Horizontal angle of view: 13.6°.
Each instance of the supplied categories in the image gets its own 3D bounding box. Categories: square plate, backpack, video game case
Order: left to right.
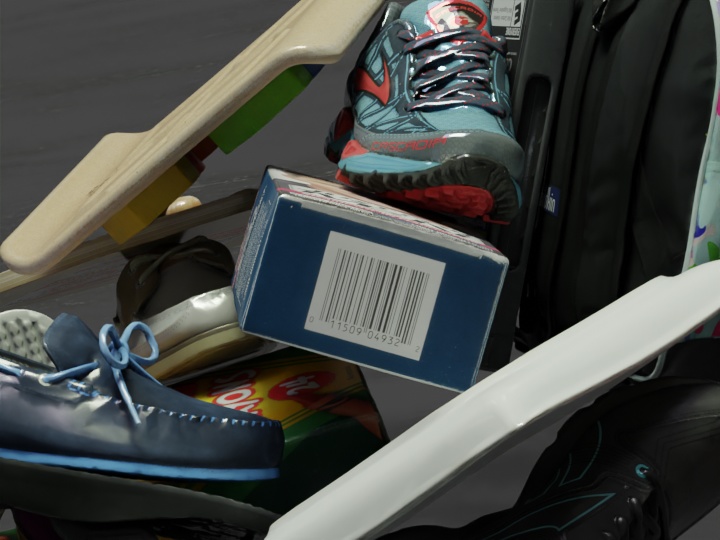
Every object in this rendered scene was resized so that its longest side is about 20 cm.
[{"bbox_3d":[0.051,-0.052,1.455,0.025,0.182,0.200,10,3,-14],"label":"video game case"},{"bbox_3d":[0.051,0.063,1.211,0.198,0.029,0.200,-38,-7,41],"label":"square plate"},{"bbox_3d":[0.157,-0.054,1.360,0.150,0.201,0.177,-1,10,-21],"label":"backpack"}]

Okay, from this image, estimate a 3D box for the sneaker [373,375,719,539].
[{"bbox_3d":[0.082,0.113,1.150,0.199,0.076,0.079,-31,31,-17],"label":"sneaker"}]

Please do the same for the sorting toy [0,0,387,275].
[{"bbox_3d":[-0.067,-0.076,1.447,0.200,0.037,0.185,-34,10,24],"label":"sorting toy"}]

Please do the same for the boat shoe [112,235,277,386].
[{"bbox_3d":[-0.090,0.020,1.470,0.074,0.069,0.200,-14,-3,-14],"label":"boat shoe"}]

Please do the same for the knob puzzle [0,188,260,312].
[{"bbox_3d":[-0.106,-0.023,1.542,0.218,0.031,0.220,-17,-3,-1],"label":"knob puzzle"}]

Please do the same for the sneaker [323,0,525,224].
[{"bbox_3d":[0.029,-0.080,1.353,0.079,0.096,0.200,12,8,-15],"label":"sneaker"}]

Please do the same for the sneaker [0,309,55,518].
[{"bbox_3d":[-0.200,0.109,1.350,0.201,0.073,0.114,-51,9,-14],"label":"sneaker"}]

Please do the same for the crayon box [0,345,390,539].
[{"bbox_3d":[-0.087,0.096,1.367,0.199,0.051,0.127,-18,18,-3],"label":"crayon box"}]

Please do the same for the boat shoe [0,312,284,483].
[{"bbox_3d":[-0.128,0.049,1.265,0.199,0.069,0.084,9,-6,-5],"label":"boat shoe"}]

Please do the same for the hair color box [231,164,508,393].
[{"bbox_3d":[0.000,0.000,1.292,0.099,0.061,0.200,16,4,-5],"label":"hair color box"}]

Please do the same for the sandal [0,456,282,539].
[{"bbox_3d":[-0.110,0.111,1.250,0.199,0.048,0.075,12,-11,-23],"label":"sandal"}]
